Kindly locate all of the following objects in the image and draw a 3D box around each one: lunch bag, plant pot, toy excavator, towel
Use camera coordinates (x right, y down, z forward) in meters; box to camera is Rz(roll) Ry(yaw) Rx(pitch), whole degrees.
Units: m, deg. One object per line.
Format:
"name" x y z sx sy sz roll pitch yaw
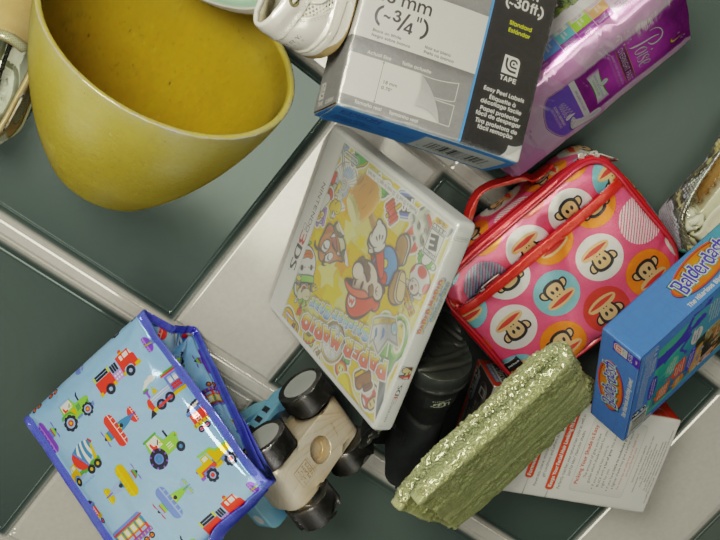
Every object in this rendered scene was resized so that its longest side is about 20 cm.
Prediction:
"lunch bag" -0.172 0.162 0.894 0.150 0.200 0.094 -41 155 10
"plant pot" -0.170 -0.129 0.798 0.199 0.201 0.142 24 133 -17
"toy excavator" -0.115 0.192 0.978 0.100 0.199 0.195 55 52 -23
"towel" 0.121 0.148 0.911 0.200 0.037 0.148 -44 151 2
"lunch bag" 0.168 -0.014 0.942 0.200 0.082 0.176 -40 108 7

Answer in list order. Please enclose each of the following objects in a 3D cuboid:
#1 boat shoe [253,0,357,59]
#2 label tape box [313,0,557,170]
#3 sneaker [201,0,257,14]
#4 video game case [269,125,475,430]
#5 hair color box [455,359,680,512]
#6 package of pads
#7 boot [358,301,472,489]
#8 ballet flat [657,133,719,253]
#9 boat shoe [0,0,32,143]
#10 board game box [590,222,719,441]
"boat shoe" -0.028 -0.250 0.703 0.069 0.071 0.201 13 88 -44
"label tape box" 0.063 -0.191 0.755 0.143 0.063 0.201 15 86 -16
"sneaker" -0.141 -0.255 0.733 0.200 0.118 0.074 36 98 4
"video game case" 0.000 0.000 0.858 0.023 0.200 0.183 7 114 -36
"hair color box" 0.199 0.164 1.026 0.199 0.064 0.111 12 109 -14
"package of pads" 0.171 -0.173 0.850 0.200 0.076 0.120 -38 156 9
"boot" 0.030 0.074 0.927 0.076 0.201 0.169 -5 139 -19
"ballet flat" 0.348 -0.095 0.937 0.072 0.072 0.201 29 105 -18
"boat shoe" -0.265 -0.189 0.802 0.071 0.076 0.201 12 110 -13
"board game box" 0.291 0.043 0.922 0.200 0.045 0.152 -37 148 -18
